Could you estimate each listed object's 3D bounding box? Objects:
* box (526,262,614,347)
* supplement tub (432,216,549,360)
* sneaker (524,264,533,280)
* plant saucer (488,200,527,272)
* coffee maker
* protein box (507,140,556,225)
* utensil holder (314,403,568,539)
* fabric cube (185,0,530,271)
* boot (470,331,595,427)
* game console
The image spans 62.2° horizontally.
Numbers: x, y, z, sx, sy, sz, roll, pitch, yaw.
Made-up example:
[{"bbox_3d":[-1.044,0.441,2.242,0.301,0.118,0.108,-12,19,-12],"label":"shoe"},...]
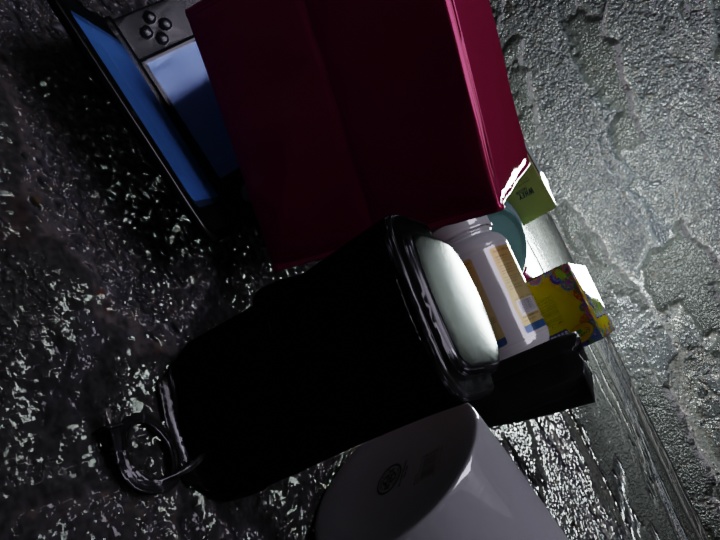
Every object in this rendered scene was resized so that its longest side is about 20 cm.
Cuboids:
[{"bbox_3d":[0.293,0.088,0.987,0.191,0.197,0.125,1,63,-61],"label":"box"},{"bbox_3d":[0.170,0.036,0.863,0.144,0.142,0.205,-1,65,-62],"label":"supplement tub"},{"bbox_3d":[0.315,-0.018,1.292,0.199,0.080,0.090,30,37,-62],"label":"sneaker"},{"bbox_3d":[0.228,-0.035,1.035,0.195,0.036,0.207,-2,93,-32],"label":"plant saucer"},{"bbox_3d":[-0.022,0.069,0.389,0.137,0.197,0.192,57,25,-6],"label":"coffee maker"},{"bbox_3d":[0.232,-0.177,1.134,0.202,0.196,0.136,52,24,-18],"label":"protein box"},{"bbox_3d":[0.079,0.231,0.469,0.202,0.168,0.171,53,26,-10],"label":"utensil holder"},{"bbox_3d":[0.016,-0.143,0.490,0.196,0.195,0.205,-39,113,-63],"label":"fabric cube"},{"bbox_3d":[0.170,0.116,0.716,0.066,0.197,0.167,45,29,-28],"label":"boot"},{"bbox_3d":[-0.125,-0.141,0.487,0.175,0.115,0.203,-38,101,-30],"label":"game console"}]
